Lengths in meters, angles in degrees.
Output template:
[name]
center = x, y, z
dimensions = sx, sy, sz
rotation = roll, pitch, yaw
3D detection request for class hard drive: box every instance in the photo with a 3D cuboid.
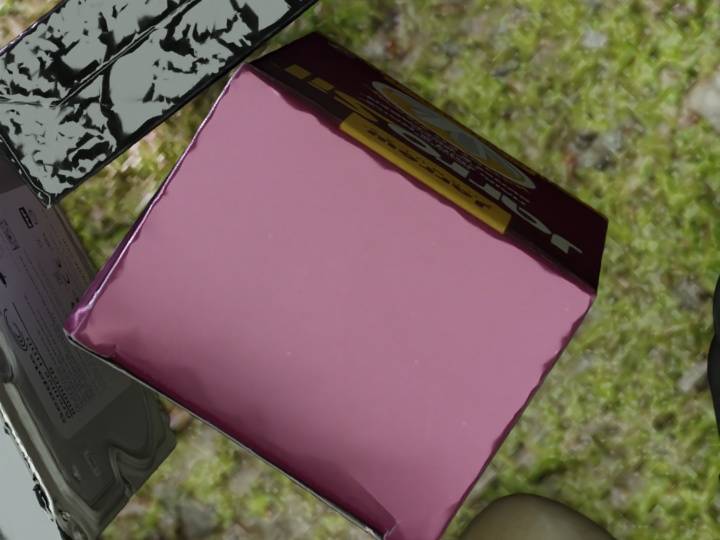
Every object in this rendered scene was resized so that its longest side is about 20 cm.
[hard drive]
center = -0.119, 0.021, 0.925
dimensions = 0.038, 0.200, 0.140
rotation = -27, 93, 8

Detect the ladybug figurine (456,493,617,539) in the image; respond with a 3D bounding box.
[ladybug figurine]
center = 0.061, 0.178, 0.970
dimensions = 0.072, 0.136, 0.200
rotation = 9, 96, -22

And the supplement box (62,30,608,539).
[supplement box]
center = 0.000, 0.000, 0.911
dimensions = 0.131, 0.200, 0.103
rotation = 34, 100, 0

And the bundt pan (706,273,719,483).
[bundt pan]
center = 0.203, 0.011, 0.915
dimensions = 0.202, 0.076, 0.202
rotation = -9, 138, -8

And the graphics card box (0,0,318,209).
[graphics card box]
center = -0.053, -0.089, 0.904
dimensions = 0.125, 0.200, 0.051
rotation = -37, 95, 8
